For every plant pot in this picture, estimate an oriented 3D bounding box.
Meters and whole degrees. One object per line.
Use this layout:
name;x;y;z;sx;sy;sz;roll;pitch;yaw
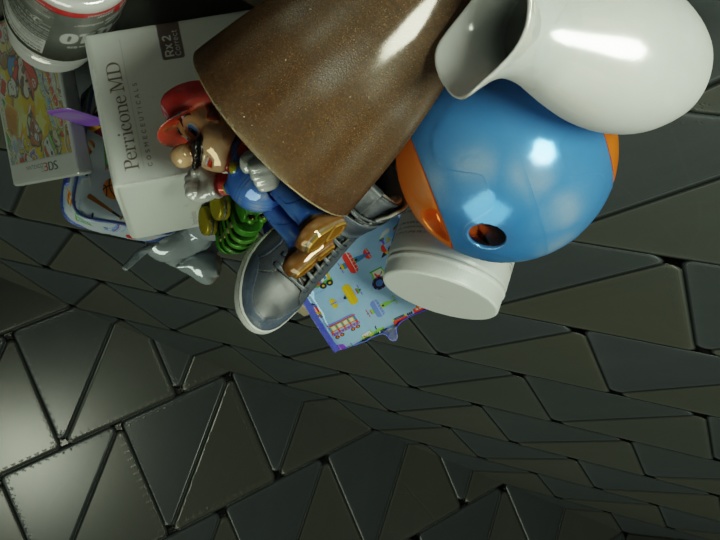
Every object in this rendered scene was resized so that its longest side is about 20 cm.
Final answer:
plant pot;-0.001;-0.179;0.849;0.187;0.200;0.187;45;-163;-17

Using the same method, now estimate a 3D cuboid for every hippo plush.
hippo plush;-0.250;-0.085;1.586;0.161;0.160;0.200;-32;150;30

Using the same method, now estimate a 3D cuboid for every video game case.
video game case;-0.389;-0.207;1.240;0.023;0.200;0.182;-14;-172;-41

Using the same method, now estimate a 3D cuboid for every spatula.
spatula;-0.273;-0.142;1.193;0.056;0.021;0.200;2;157;40

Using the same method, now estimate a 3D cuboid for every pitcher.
pitcher;0.178;-0.191;0.776;0.200;0.121;0.172;6;126;-29

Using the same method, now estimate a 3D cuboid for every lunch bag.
lunch bag;-0.290;-0.143;1.293;0.160;0.200;0.076;12;169;-24
lunch bag;0.000;0.000;1.180;0.200;0.150;0.094;61;-178;-24

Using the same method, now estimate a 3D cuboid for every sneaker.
sneaker;-0.036;-0.033;0.991;0.077;0.202;0.146;41;152;-16

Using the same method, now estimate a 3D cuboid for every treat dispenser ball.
treat dispenser ball;0.132;-0.107;0.940;0.201;0.201;0.201;17;163;6

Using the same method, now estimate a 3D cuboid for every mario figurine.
mario figurine;-0.112;-0.078;0.896;0.200;0.123;0.106;48;-154;12

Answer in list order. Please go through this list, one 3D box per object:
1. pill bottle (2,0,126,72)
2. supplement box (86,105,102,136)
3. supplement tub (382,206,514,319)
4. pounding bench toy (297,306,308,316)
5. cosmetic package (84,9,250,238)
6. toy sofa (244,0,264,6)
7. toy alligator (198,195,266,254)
pill bottle;-0.293;-0.275;1.027;0.114;0.114;0.200;24;162;-17
supplement box;-0.206;-0.178;1.234;0.200;0.111;0.086;27;161;-25
supplement tub;0.112;-0.063;1.098;0.132;0.200;0.132;18;163;6
pounding bench toy;-0.016;-0.029;1.288;0.124;0.200;0.156;27;175;-24
cosmetic package;-0.162;-0.149;1.065;0.200;0.165;0.165;-12;166;-10
toy sofa;-0.083;-0.291;0.807;0.097;0.083;0.200;19;164;-17
toy alligator;-0.111;-0.058;1.015;0.059;0.054;0.200;-6;164;-28
